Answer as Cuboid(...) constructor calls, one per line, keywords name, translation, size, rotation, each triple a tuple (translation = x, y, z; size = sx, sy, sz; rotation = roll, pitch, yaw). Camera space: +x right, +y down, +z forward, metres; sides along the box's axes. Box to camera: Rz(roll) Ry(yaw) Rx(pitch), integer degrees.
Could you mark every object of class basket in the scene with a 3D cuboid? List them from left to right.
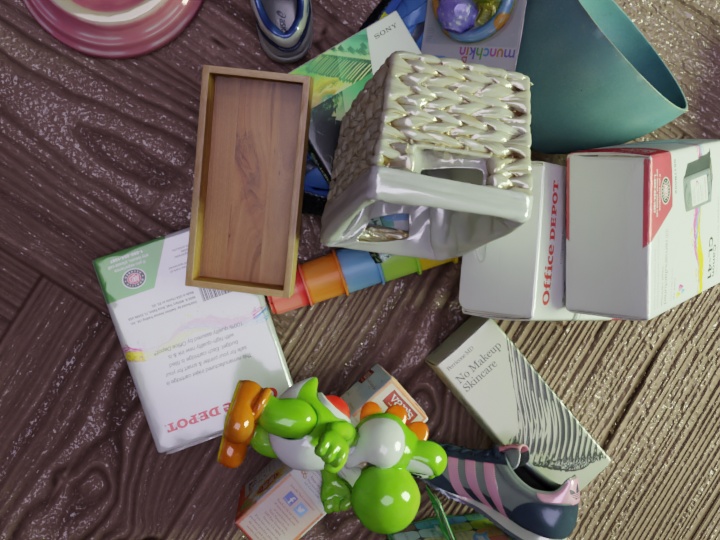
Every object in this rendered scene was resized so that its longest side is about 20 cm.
Cuboid(name="basket", translation=(0.051, -0.089, 0.791), size=(0.135, 0.200, 0.124), rotation=(8, 79, -13))

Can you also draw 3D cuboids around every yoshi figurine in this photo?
Cuboid(name="yoshi figurine", translation=(-0.025, 0.170, 0.812), size=(0.199, 0.112, 0.113), rotation=(14, 104, -5))

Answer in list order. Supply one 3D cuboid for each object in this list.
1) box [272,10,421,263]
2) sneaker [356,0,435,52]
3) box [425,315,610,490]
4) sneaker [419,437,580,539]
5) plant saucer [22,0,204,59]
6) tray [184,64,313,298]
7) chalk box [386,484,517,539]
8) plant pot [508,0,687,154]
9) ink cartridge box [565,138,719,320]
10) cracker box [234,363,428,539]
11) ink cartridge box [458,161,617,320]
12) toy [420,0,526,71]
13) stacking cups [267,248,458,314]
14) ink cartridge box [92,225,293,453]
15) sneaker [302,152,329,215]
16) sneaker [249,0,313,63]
Cuboid(name="box", translation=(0.024, -0.129, 0.901), size=(0.144, 0.036, 0.201), rotation=(-33, 93, -13))
Cuboid(name="sneaker", translation=(0.071, -0.278, 0.964), size=(0.078, 0.066, 0.201), rotation=(36, 88, -16))
Cuboid(name="box", translation=(0.163, 0.145, 0.977), size=(0.082, 0.068, 0.200), rotation=(-42, 95, -4))
Cuboid(name="sneaker", translation=(0.130, 0.198, 0.938), size=(0.199, 0.070, 0.082), rotation=(25, 104, 27))
Cuboid(name="plant saucer", translation=(-0.250, -0.316, 0.934), size=(0.199, 0.051, 0.202), rotation=(0, 92, -6))
Cuboid(name="tray", translation=(-0.102, -0.081, 0.860), size=(0.098, 0.037, 0.201), rotation=(7, 97, 3))
Cuboid(name="chalk box", translation=(0.097, 0.321, 0.948), size=(0.123, 0.124, 0.201), rotation=(-7, 93, -5))
Cuboid(name="plant pot", translation=(0.206, -0.195, 0.928), size=(0.135, 0.200, 0.200), rotation=(-40, 96, 28))
Cuboid(name="ink cartridge box", translation=(0.275, -0.046, 0.880), size=(0.199, 0.085, 0.149), rotation=(-15, 106, -47))
Cuboid(name="cracker box", translation=(-0.031, 0.184, 0.925), size=(0.200, 0.134, 0.058), rotation=(-43, 93, -3))
Cuboid(name="ink cartridge box", translation=(0.192, -0.024, 0.916), size=(0.199, 0.082, 0.148), rotation=(2, 93, -48))
Cuboid(name="toy", translation=(0.102, -0.282, 0.876), size=(0.047, 0.115, 0.201), rotation=(4, 98, -48))
Cuboid(name="stacking cups", translation=(0.000, 0.000, 0.964), size=(0.199, 0.061, 0.061), rotation=(-22, 93, -3))
Cuboid(name="ink cartridge box", translation=(-0.161, 0.060, 0.934), size=(0.144, 0.084, 0.201), rotation=(-19, 93, -5))
Cuboid(name="sneaker", translation=(-0.054, -0.104, 0.946), size=(0.199, 0.066, 0.079), rotation=(10, 70, -11))
Cuboid(name="sneaker", translation=(-0.085, -0.313, 0.932), size=(0.075, 0.088, 0.201), rotation=(-16, 92, -3))
